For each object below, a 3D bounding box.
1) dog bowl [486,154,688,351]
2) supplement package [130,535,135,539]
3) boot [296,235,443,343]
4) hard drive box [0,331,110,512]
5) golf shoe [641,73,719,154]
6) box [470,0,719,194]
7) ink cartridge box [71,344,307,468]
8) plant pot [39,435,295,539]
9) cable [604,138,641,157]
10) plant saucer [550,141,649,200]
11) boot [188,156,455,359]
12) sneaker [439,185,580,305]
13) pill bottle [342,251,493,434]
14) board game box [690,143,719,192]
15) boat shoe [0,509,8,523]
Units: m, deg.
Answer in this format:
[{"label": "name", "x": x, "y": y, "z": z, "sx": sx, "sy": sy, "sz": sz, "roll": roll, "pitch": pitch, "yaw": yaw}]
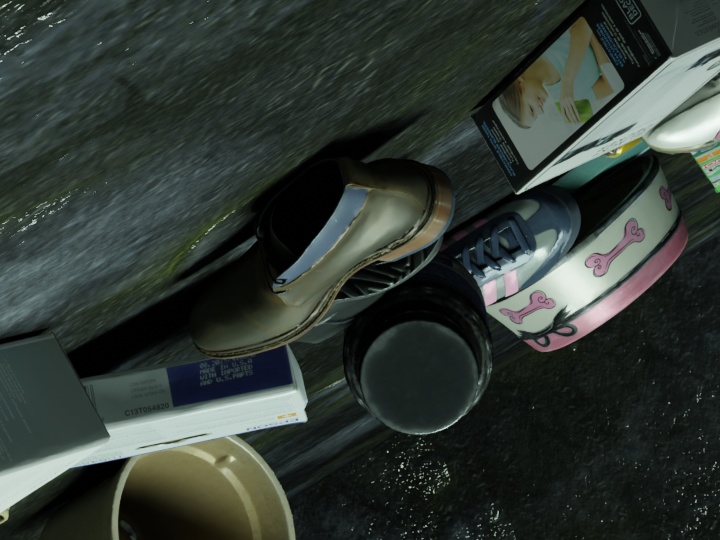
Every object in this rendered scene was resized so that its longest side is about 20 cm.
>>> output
[{"label": "dog bowl", "x": 0.195, "y": -0.009, "z": 2.101, "sx": 0.200, "sy": 0.074, "sz": 0.200, "roll": -39, "pitch": -172, "yaw": 6}, {"label": "supplement package", "x": -0.324, "y": 0.423, "z": 2.868, "sx": 0.200, "sy": 0.151, "sz": 0.152, "roll": -29, "pitch": 173, "yaw": -3}, {"label": "boot", "x": -0.001, "y": 0.000, "z": 1.653, "sx": 0.165, "sy": 0.066, "sz": 0.200, "roll": -23, "pitch": 171, "yaw": 13}, {"label": "hard drive box", "x": -0.262, "y": 0.116, "z": 1.384, "sx": 0.156, "sy": 0.077, "sz": 0.200, "roll": -33, "pitch": 171, "yaw": 23}, {"label": "golf shoe", "x": 0.265, "y": -0.158, "z": 1.667, "sx": 0.200, "sy": 0.073, "sz": 0.092, "roll": -37, "pitch": 154, "yaw": 9}, {"label": "box", "x": 0.164, "y": -0.127, "z": 1.474, "sx": 0.116, "sy": 0.060, "sz": 0.200, "roll": -25, "pitch": 171, "yaw": -32}, {"label": "ink cartridge box", "x": -0.136, "y": 0.092, "z": 1.649, "sx": 0.199, "sy": 0.041, "sz": 0.200, "roll": -11, "pitch": 171, "yaw": -2}, {"label": "plant pot", "x": -0.193, "y": 0.254, "z": 2.221, "sx": 0.200, "sy": 0.201, "sz": 0.183, "roll": -23, "pitch": -179, "yaw": -43}, {"label": "cable", "x": 0.238, "y": -0.129, "z": 1.856, "sx": 0.097, "sy": 0.050, "sz": 0.200, "roll": -48, "pitch": 171, "yaw": 23}, {"label": "plant saucer", "x": 0.219, "y": -0.101, "z": 2.020, "sx": 0.070, "sy": 0.019, "sz": 0.200, "roll": -23, "pitch": 170, "yaw": -43}, {"label": "boot", "x": -0.048, "y": -0.013, "z": 1.462, "sx": 0.200, "sy": 0.075, "sz": 0.097, "roll": -34, "pitch": 154, "yaw": 25}, {"label": "sneaker", "x": 0.090, "y": 0.001, "z": 1.991, "sx": 0.200, "sy": 0.070, "sz": 0.082, "roll": -36, "pitch": 172, "yaw": 27}, {"label": "pill bottle", "x": 0.042, "y": 0.054, "z": 1.816, "sx": 0.112, "sy": 0.112, "sz": 0.200, "roll": -31, "pitch": -170, "yaw": 7}, {"label": "board game box", "x": 0.323, "y": -0.137, "z": 1.763, "sx": 0.200, "sy": 0.029, "sz": 0.135, "roll": -28, "pitch": 152, "yaw": 11}, {"label": "boat shoe", "x": -0.298, "y": 0.154, "z": 1.545, "sx": 0.073, "sy": 0.063, "sz": 0.201, "roll": -34, "pitch": 172, "yaw": 27}]
